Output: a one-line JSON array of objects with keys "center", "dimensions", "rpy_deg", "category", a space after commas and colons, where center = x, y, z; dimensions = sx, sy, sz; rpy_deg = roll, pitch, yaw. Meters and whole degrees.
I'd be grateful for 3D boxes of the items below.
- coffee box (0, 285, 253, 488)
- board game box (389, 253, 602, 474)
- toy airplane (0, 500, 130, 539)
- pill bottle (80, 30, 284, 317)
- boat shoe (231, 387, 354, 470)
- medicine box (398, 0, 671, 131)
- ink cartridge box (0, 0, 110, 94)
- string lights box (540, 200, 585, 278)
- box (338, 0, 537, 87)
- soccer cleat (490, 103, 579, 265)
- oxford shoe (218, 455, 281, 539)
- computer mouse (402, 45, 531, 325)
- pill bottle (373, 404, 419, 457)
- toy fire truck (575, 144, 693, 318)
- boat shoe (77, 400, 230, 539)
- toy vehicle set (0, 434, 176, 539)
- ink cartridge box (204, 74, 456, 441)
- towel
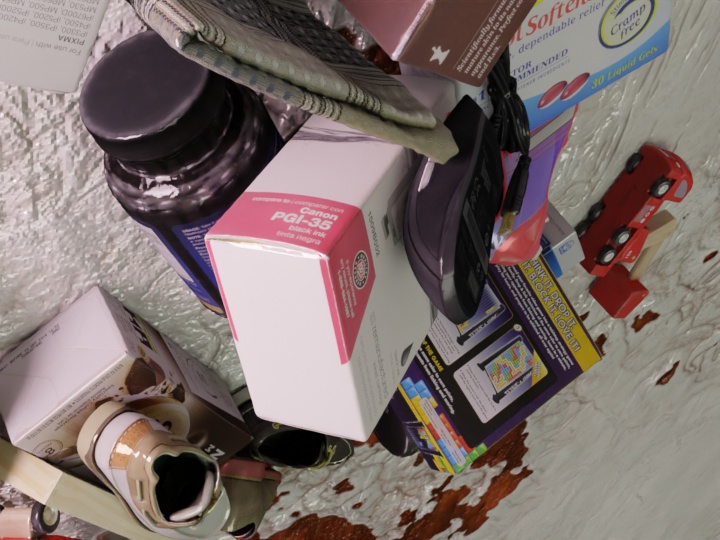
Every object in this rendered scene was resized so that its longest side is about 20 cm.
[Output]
[{"center": [-0.192, 0.114, 0.809], "dimensions": [0.113, 0.080, 0.200], "rpy_deg": [-38, 144, 2], "category": "coffee box"}, {"center": [0.077, 0.034, 0.790], "dimensions": [0.165, 0.201, 0.057], "rpy_deg": [-33, -175, -20], "category": "board game box"}, {"center": [-0.265, 0.292, 0.881], "dimensions": [0.198, 0.142, 0.200], "rpy_deg": [10, 155, -21], "category": "toy airplane"}, {"center": [-0.099, -0.059, 0.649], "dimensions": [0.111, 0.112, 0.200], "rpy_deg": [-32, 145, -4], "category": "pill bottle"}, {"center": [-0.063, 0.176, 1.001], "dimensions": [0.072, 0.061, 0.201], "rpy_deg": [-43, 144, 11], "category": "boat shoe"}, {"center": [0.114, -0.207, 0.673], "dimensions": [0.181, 0.103, 0.200], "rpy_deg": [-30, 145, -7], "category": "medicine box"}, {"center": [-0.151, -0.202, 0.427], "dimensions": [0.083, 0.145, 0.201], "rpy_deg": [3, 130, -40], "category": "ink cartridge box"}, {"center": [0.093, 0.003, 0.893], "dimensions": [0.200, 0.103, 0.059], "rpy_deg": [-37, 148, 2], "category": "string lights box"}, {"center": [0.015, -0.199, 0.518], "dimensions": [0.075, 0.200, 0.100], "rpy_deg": [8, 127, -44], "category": "box"}, {"center": [0.120, -0.102, 0.756], "dimensions": [0.076, 0.066, 0.201], "rpy_deg": [26, 71, -39], "category": "soccer cleat"}, {"center": [-0.122, 0.226, 0.958], "dimensions": [0.070, 0.075, 0.200], "rpy_deg": [6, 165, 6], "category": "oxford shoe"}, {"center": [0.067, -0.047, 0.616], "dimensions": [0.046, 0.201, 0.141], "rpy_deg": [3, 153, 22], "category": "computer mouse"}, {"center": [0.106, 0.109, 1.018], "dimensions": [0.199, 0.112, 0.112], "rpy_deg": [-19, 141, -21], "category": "pill bottle"}, {"center": [0.301, -0.038, 1.062], "dimensions": [0.140, 0.049, 0.201], "rpy_deg": [6, 127, -43], "category": "toy fire truck"}, {"center": [-0.147, 0.174, 0.770], "dimensions": [0.075, 0.068, 0.200], "rpy_deg": [-58, 149, -17], "category": "boat shoe"}, {"center": [-0.237, 0.189, 0.825], "dimensions": [0.027, 0.124, 0.200], "rpy_deg": [-63, 148, -16], "category": "toy vehicle set"}, {"center": [-0.002, -0.017, 0.623], "dimensions": [0.200, 0.082, 0.147], "rpy_deg": [-56, 145, -43], "category": "ink cartridge box"}, {"center": [-0.055, -0.138, 0.538], "dimensions": [0.199, 0.193, 0.035], "rpy_deg": [15, 114, -45], "category": "towel"}]
